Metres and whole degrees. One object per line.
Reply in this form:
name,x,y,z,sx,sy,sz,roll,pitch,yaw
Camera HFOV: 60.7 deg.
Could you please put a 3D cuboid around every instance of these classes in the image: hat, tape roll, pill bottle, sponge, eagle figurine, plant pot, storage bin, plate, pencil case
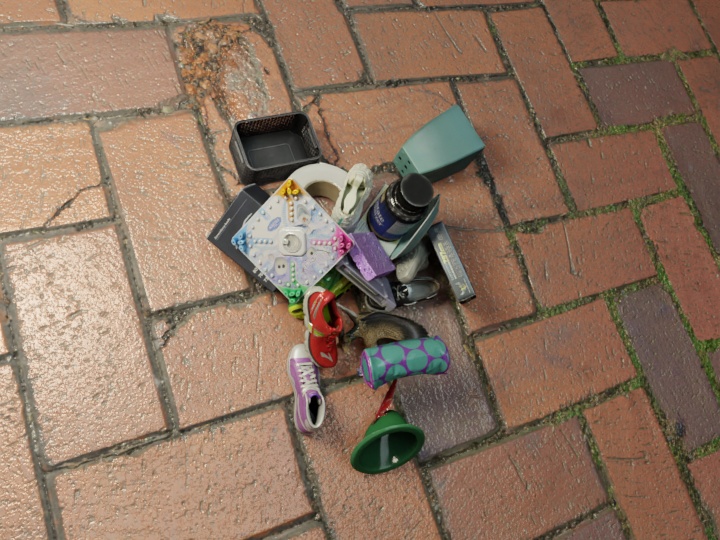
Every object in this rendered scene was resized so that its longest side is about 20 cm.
hat,0.048,0.337,1.409,0.199,0.166,0.177,-25,44,0
tape roll,-0.095,-0.161,1.511,0.200,0.071,0.204,4,64,-8
pill bottle,0.097,-0.153,1.483,0.111,0.200,0.113,6,70,-18
sponge,0.023,-0.036,1.436,0.030,0.200,0.112,-33,85,15
eagle figurine,0.040,0.142,1.441,0.198,0.152,0.152,-18,47,-12
plant pot,0.198,-0.321,1.665,0.199,0.141,0.142,-30,84,-19
storage bin,-0.212,-0.301,1.523,0.199,0.094,0.136,-16,78,-26
plate,0.142,-0.101,1.503,0.025,0.200,0.201,35,63,-5
pencil case,0.097,0.202,1.349,0.198,0.085,0.093,-8,93,-21

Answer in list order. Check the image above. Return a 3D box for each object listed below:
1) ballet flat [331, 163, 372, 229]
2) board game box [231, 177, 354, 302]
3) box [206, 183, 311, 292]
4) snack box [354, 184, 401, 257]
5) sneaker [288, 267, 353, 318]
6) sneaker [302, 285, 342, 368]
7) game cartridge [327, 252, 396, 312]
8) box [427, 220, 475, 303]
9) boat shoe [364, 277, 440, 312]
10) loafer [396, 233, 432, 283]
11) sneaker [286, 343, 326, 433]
ballet flat,-0.013,-0.186,1.464,0.071,0.072,0.201,25,62,-11
board game box,-0.148,-0.060,1.322,0.200,0.026,0.200,-43,95,15
box,-0.220,-0.076,1.395,0.200,0.104,0.148,41,107,-3
snack box,0.057,-0.116,1.589,0.116,0.037,0.201,37,63,-5
sneaker,-0.095,0.044,1.467,0.199,0.074,0.084,-35,63,-25
sneaker,-0.075,0.133,1.344,0.077,0.084,0.202,-32,124,-42
game cartridge,0.000,0.000,1.428,0.200,0.038,0.130,40,22,-25
box,0.231,-0.016,1.554,0.051,0.158,0.201,-25,81,8
boat shoe,0.108,0.057,1.535,0.198,0.060,0.075,-5,74,-22
loafer,0.144,-0.027,1.549,0.070,0.070,0.200,50,39,-17
sneaker,-0.110,0.252,1.355,0.072,0.114,0.202,-5,72,-20
